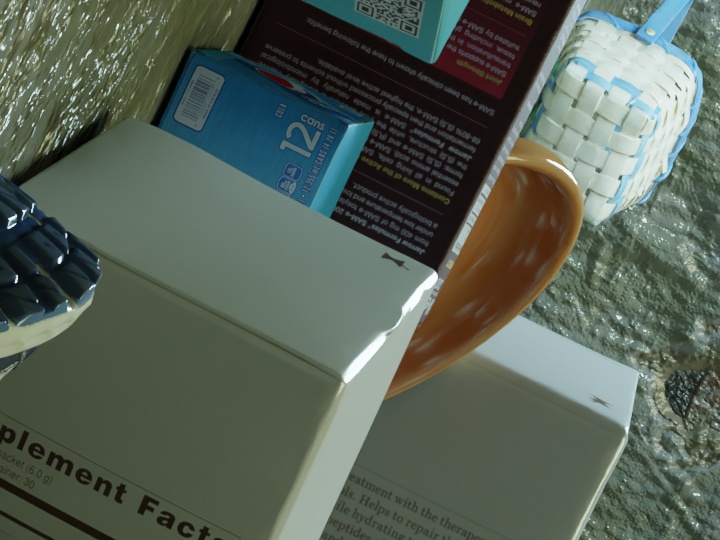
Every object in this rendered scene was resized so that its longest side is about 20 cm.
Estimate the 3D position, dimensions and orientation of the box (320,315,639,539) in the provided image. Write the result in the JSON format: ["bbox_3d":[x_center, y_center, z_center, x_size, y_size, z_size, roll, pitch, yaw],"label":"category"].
[{"bbox_3d":[0.015,0.094,1.451,0.172,0.199,0.200,-64,176,9],"label":"box"}]

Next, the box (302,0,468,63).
[{"bbox_3d":[0.034,-0.175,1.011,0.200,0.082,0.049,-61,173,-25],"label":"box"}]

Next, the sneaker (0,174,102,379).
[{"bbox_3d":[-0.126,0.026,0.597,0.085,0.077,0.200,-55,171,27],"label":"sneaker"}]

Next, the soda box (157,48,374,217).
[{"bbox_3d":[-0.069,0.023,1.058,0.200,0.064,0.068,-64,175,7],"label":"soda box"}]

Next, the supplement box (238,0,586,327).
[{"bbox_3d":[0.020,-0.090,1.126,0.200,0.109,0.061,-63,175,0],"label":"supplement box"}]

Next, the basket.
[{"bbox_3d":[0.217,-0.144,2.488,0.200,0.139,0.177,-39,157,-57],"label":"basket"}]

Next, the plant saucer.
[{"bbox_3d":[0.000,0.000,1.256,0.200,0.037,0.200,-23,154,-11],"label":"plant saucer"}]

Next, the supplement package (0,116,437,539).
[{"bbox_3d":[-0.078,0.074,0.921,0.200,0.120,0.121,-65,173,20],"label":"supplement package"}]
